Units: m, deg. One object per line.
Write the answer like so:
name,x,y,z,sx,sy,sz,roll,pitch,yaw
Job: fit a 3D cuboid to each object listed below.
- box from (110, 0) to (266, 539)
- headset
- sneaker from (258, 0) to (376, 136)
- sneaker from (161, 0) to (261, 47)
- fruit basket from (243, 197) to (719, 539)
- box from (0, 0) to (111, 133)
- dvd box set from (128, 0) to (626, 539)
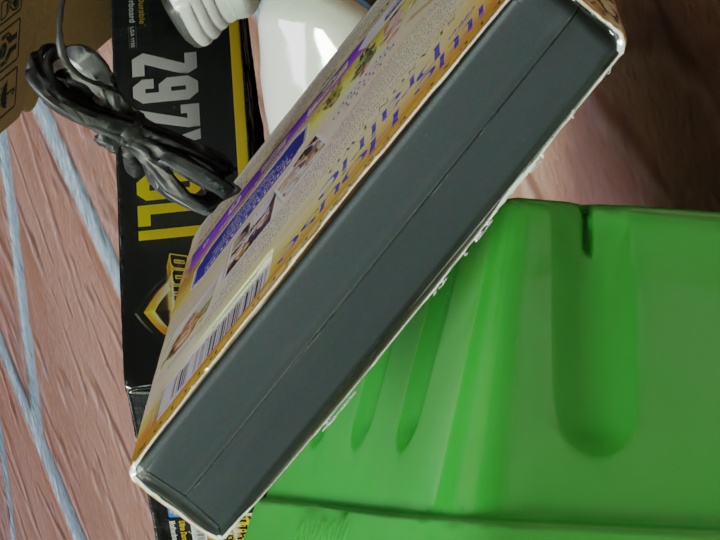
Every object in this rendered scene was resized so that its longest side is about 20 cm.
box,-0.055,-0.004,1.024,0.160,0.049,0.201,83,-178,-56
headset,-0.016,-0.118,0.777,0.094,0.200,0.123,38,173,-16
sneaker,0.000,0.000,0.959,0.072,0.072,0.201,11,125,38
sneaker,-0.022,-0.143,0.946,0.078,0.090,0.200,53,-162,-27
fruit basket,0.061,0.090,0.730,0.216,0.154,0.217,-176,90,-76
box,-0.091,-0.162,1.000,0.164,0.021,0.201,-49,-28,-53
dvd box set,0.005,-0.029,0.725,0.029,0.147,0.200,37,-167,-9
